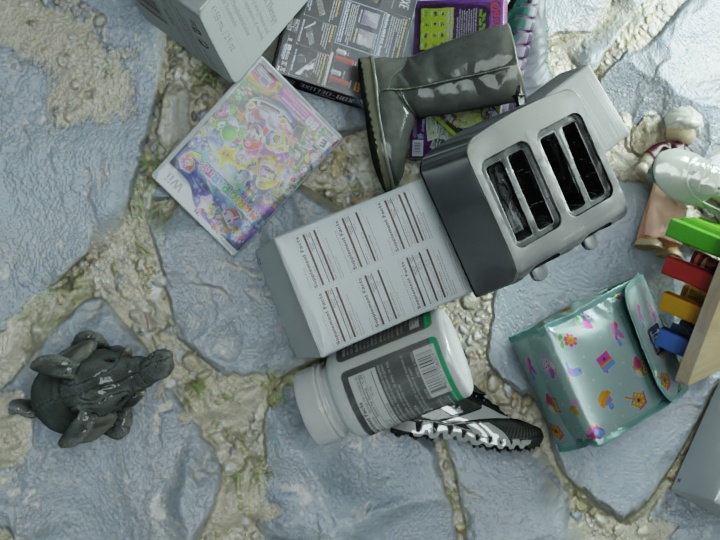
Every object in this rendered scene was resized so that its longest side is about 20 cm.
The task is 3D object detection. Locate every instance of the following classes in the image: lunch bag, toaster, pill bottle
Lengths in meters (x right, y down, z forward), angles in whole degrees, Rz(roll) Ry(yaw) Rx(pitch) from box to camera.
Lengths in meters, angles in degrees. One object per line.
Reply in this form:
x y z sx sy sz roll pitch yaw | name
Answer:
0.316 0.113 1.669 0.198 0.122 0.172 -23 87 -23 | lunch bag
0.180 -0.096 1.479 0.179 0.118 0.202 -27 95 -27 | toaster
0.027 0.132 1.585 0.197 0.113 0.115 -22 90 10 | pill bottle

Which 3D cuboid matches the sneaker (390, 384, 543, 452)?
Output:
0.139 0.176 1.653 0.197 0.066 0.092 9 86 -8 | sneaker

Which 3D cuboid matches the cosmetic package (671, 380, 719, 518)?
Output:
0.543 0.244 1.698 0.198 0.123 0.201 28 81 -10 | cosmetic package

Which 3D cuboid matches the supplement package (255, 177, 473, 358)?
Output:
0.000 0.000 1.574 0.198 0.191 0.149 -22 91 -12 | supplement package

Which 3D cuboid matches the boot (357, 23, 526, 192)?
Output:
0.104 -0.199 1.615 0.197 0.073 0.185 -8 91 -7 | boot

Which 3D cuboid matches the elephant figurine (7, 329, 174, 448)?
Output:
-0.308 0.130 1.497 0.140 0.200 0.157 31 81 -8 | elephant figurine

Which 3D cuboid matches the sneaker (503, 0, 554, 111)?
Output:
0.221 -0.274 1.708 0.086 0.074 0.203 14 94 -20 | sneaker

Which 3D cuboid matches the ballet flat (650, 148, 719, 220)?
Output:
0.455 -0.107 1.698 0.198 0.069 0.070 23 80 -37 | ballet flat

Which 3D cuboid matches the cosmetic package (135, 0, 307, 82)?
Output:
-0.162 -0.372 1.555 0.166 0.168 0.201 37 80 20 | cosmetic package

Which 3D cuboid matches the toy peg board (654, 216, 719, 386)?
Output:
0.429 0.023 1.666 0.097 0.199 0.202 24 104 26 | toy peg board

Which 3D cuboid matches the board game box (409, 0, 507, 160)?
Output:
0.124 -0.241 1.671 0.118 0.032 0.204 2 88 22 | board game box

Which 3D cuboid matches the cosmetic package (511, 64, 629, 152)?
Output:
0.217 -0.151 1.611 0.199 0.090 0.108 -35 100 -12 | cosmetic package

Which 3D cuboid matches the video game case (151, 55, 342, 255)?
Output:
-0.139 -0.140 1.620 0.143 0.018 0.200 43 94 -6 | video game case

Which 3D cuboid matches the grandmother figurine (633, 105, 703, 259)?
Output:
0.408 -0.123 1.738 0.120 0.060 0.203 23 78 -37 | grandmother figurine

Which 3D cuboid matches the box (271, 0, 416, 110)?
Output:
-0.016 -0.317 1.666 0.155 0.050 0.203 15 83 -10 | box
